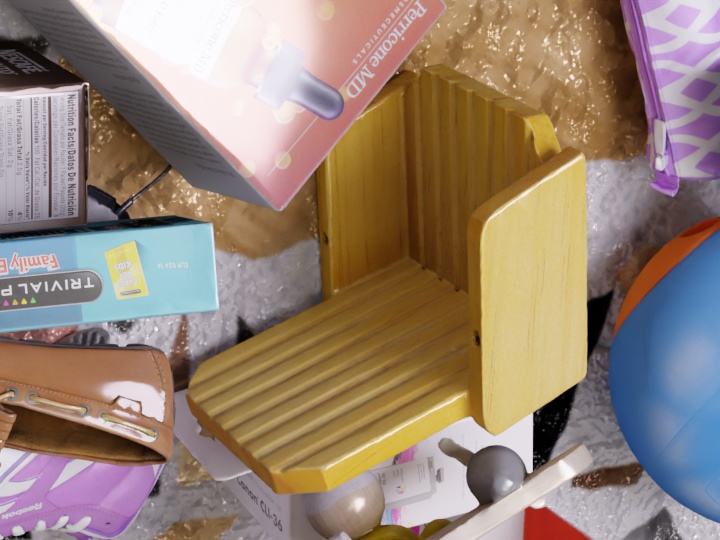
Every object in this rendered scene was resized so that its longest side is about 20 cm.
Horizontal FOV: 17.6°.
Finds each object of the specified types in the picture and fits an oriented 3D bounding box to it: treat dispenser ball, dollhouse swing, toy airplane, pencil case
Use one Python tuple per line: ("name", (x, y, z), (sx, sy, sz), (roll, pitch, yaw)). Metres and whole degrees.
("treat dispenser ball", (0.254, 0.061, 1.443), (0.200, 0.201, 0.202), (-9, 112, -24))
("dollhouse swing", (0.000, 0.000, 1.289), (0.175, 0.200, 0.182), (-12, 113, -23))
("toy airplane", (0.009, 0.164, 1.252), (0.200, 0.141, 0.199), (-12, 151, -38))
("pencil case", (0.189, -0.147, 1.403), (0.085, 0.084, 0.201), (-27, 116, -19))

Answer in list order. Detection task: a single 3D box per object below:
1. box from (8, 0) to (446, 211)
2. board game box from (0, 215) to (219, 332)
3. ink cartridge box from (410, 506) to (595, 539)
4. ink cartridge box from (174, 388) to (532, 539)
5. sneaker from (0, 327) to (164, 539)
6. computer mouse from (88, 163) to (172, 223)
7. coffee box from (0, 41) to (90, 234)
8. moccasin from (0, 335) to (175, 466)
("box", (-0.082, -0.156, 1.230), (0.200, 0.106, 0.152), (45, 76, -29))
("board game box", (-0.182, 0.005, 1.196), (0.199, 0.151, 0.047), (-5, 94, -11))
("ink cartridge box", (0.081, 0.225, 1.427), (0.043, 0.174, 0.201), (-9, 111, -24))
("ink cartridge box", (-0.012, 0.103, 1.369), (0.199, 0.116, 0.068), (-11, 115, -23))
("sneaker", (-0.195, 0.135, 1.314), (0.200, 0.073, 0.114), (-35, 123, -13))
("computer mouse", (-0.130, -0.042, 1.311), (0.200, 0.034, 0.059), (-42, 104, -14))
("coffee box", (-0.250, -0.063, 1.188), (0.199, 0.114, 0.080), (-7, 109, -26))
("moccasin", (-0.198, 0.079, 1.235), (0.201, 0.074, 0.078), (5, 62, -21))
